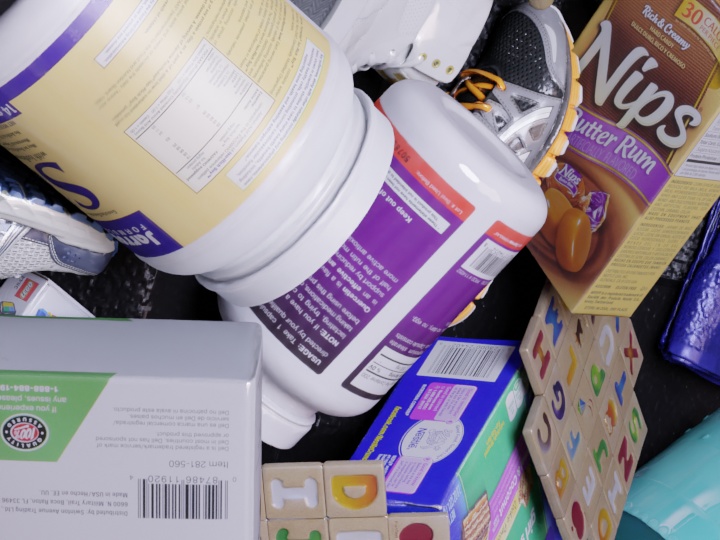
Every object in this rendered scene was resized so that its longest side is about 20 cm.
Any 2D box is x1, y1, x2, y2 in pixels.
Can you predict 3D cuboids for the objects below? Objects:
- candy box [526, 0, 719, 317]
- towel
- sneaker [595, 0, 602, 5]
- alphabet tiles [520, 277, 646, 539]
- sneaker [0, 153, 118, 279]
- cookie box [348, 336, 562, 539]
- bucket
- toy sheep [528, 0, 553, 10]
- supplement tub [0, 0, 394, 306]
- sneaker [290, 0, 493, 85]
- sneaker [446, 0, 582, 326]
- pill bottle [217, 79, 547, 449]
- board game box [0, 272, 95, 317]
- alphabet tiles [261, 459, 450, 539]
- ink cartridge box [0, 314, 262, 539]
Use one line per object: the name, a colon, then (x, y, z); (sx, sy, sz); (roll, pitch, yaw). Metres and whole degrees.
candy box: (0.162, -0.084, 1.473); (0.056, 0.117, 0.200); (5, 130, -40)
towel: (0.273, -0.018, 1.713); (0.148, 0.050, 0.200); (23, 89, -52)
sneaker: (0.174, -0.129, 1.556); (0.114, 0.075, 0.200); (27, 81, -45)
alphabet tiles: (0.139, 0.075, 1.562); (0.200, 0.006, 0.167); (-64, 141, -50)
sneaker: (-0.213, -0.018, 1.249); (0.200, 0.077, 0.085); (14, 106, -38)
cookie box: (0.058, 0.168, 1.521); (0.171, 0.075, 0.200); (-55, 142, -50)
bucket: (0.245, 0.197, 1.666); (0.135, 0.207, 0.207); (-30, 125, -23)
toy sheep: (0.112, -0.233, 1.417); (0.138, 0.138, 0.200); (43, 34, -44)
supplement tub: (-0.095, -0.089, 1.236); (0.200, 0.145, 0.145); (41, 77, -25)
sneaker: (0.001, -0.120, 1.397); (0.200, 0.074, 0.116); (-50, 130, -18)
sneaker: (0.062, -0.068, 1.475); (0.077, 0.078, 0.200); (26, 85, -33)
pill bottle: (0.000, 0.000, 1.390); (0.200, 0.112, 0.112); (-47, 137, 13)
board game box: (-0.190, 0.113, 1.337); (0.200, 0.035, 0.126); (-55, 133, -11)
alphabet tiles: (-0.047, 0.181, 1.421); (0.200, 0.006, 0.167); (-2, 115, 4)
ink cartridge box: (-0.123, 0.131, 1.276); (0.146, 0.084, 0.200); (2, 110, 0)
